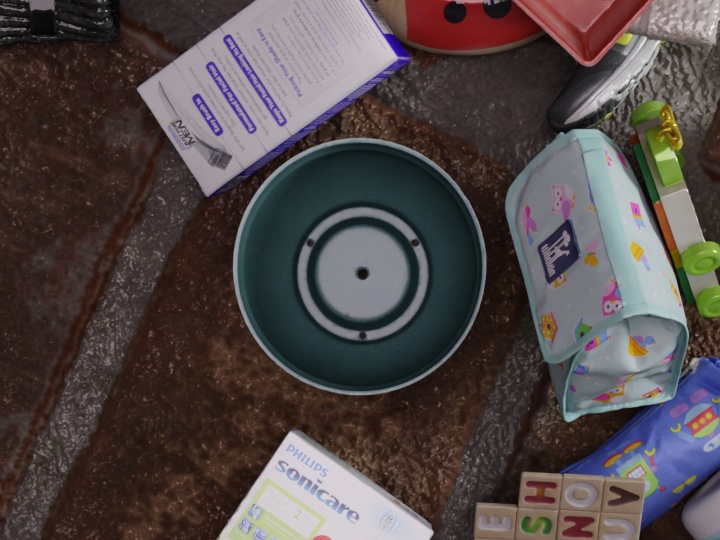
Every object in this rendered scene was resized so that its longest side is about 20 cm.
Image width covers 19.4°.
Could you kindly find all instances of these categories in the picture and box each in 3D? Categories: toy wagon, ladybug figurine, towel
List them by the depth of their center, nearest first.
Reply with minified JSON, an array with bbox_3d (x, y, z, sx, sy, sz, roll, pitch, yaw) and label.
[{"bbox_3d":[0.249,-0.060,1.678,0.039,0.200,0.156,-20,56,8],"label":"toy wagon"},{"bbox_3d":[0.243,-0.278,1.721,0.131,0.035,0.201,9,67,13],"label":"towel"},{"bbox_3d":[0.093,-0.249,1.752,0.198,0.072,0.137,-5,88,1],"label":"ladybug figurine"}]

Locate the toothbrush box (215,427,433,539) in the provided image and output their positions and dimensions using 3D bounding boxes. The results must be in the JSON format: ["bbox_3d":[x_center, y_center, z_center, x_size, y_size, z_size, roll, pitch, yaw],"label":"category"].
[{"bbox_3d":[-0.054,0.252,1.731,0.145,0.086,0.201,35,87,2],"label":"toothbrush box"}]

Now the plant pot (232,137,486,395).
[{"bbox_3d":[0.000,0.000,1.714,0.198,0.134,0.202,0,87,1],"label":"plant pot"}]

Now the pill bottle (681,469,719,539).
[{"bbox_3d":[0.361,0.241,1.710,0.111,0.111,0.200,-40,87,-1],"label":"pill bottle"}]

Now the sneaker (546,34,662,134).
[{"bbox_3d":[0.211,-0.200,1.756,0.084,0.075,0.200,39,80,8],"label":"sneaker"}]

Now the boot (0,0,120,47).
[{"bbox_3d":[-0.285,-0.285,1.755,0.156,0.079,0.213,-9,98,7],"label":"boot"}]

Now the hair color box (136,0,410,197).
[{"bbox_3d":[-0.071,-0.162,1.738,0.199,0.065,0.110,-34,88,11],"label":"hair color box"}]

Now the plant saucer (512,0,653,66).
[{"bbox_3d":[0.172,-0.298,1.642,0.200,0.037,0.200,40,100,-12],"label":"plant saucer"}]

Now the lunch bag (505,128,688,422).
[{"bbox_3d":[0.187,0.003,1.656,0.121,0.200,0.172,-12,65,0],"label":"lunch bag"}]

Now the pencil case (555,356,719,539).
[{"bbox_3d":[0.243,0.151,1.732,0.200,0.078,0.087,-39,95,-1],"label":"pencil case"}]

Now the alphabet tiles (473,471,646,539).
[{"bbox_3d":[0.172,0.245,1.708,0.166,0.008,0.201,3,124,2],"label":"alphabet tiles"}]
